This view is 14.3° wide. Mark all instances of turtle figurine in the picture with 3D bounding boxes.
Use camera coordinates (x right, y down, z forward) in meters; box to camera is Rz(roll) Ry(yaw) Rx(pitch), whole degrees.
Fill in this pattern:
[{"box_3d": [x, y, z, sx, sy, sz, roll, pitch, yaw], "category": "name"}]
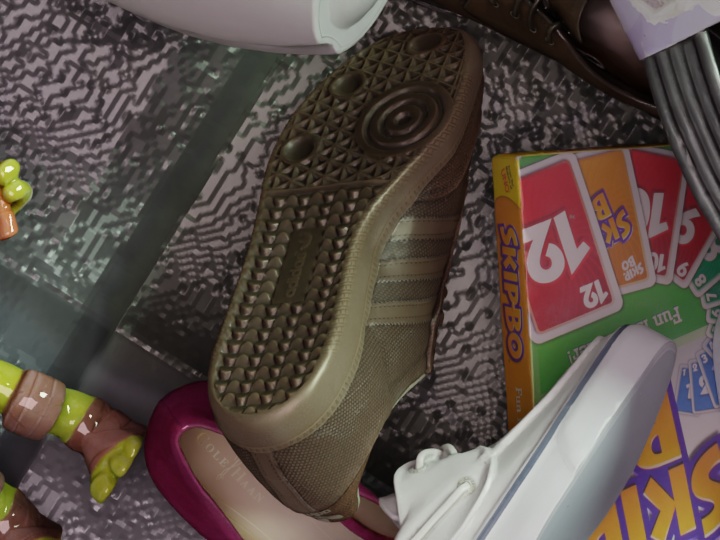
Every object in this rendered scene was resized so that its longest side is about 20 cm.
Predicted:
[{"box_3d": [-0.171, 0.047, 1.066, 0.161, 0.064, 0.200, 41, 82, -11], "category": "turtle figurine"}]

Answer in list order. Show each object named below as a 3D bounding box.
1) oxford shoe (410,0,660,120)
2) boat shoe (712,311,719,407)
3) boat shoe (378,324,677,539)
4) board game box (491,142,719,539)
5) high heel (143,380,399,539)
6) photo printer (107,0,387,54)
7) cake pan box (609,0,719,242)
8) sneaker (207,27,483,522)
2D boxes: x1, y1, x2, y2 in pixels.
[{"box_3d": [0.067, -0.115, 1.055, 0.199, 0.084, 0.073, 26, 96, 0], "category": "oxford shoe"}, {"box_3d": [0.190, 0.100, 1.059, 0.074, 0.086, 0.203, -12, 95, -24], "category": "boat shoe"}, {"box_3d": [0.036, 0.093, 1.016, 0.065, 0.074, 0.200, 33, 78, 20], "category": "boat shoe"}, {"box_3d": [0.102, 0.054, 1.079, 0.095, 0.030, 0.201, -5, 96, -23], "category": "board game box"}, {"box_3d": [0.002, 0.113, 1.058, 0.067, 0.096, 0.200, -44, 93, 1], "category": "high heel"}, {"box_3d": [-0.038, -0.183, 1.030, 0.166, 0.069, 0.201, 23, 91, 25], "category": "photo printer"}, {"box_3d": [0.163, -0.064, 1.007, 0.052, 0.200, 0.185, -26, 94, 29], "category": "cake pan box"}, {"box_3d": [0.000, 0.000, 1.049, 0.070, 0.076, 0.201, 4, 50, 30], "category": "sneaker"}]
